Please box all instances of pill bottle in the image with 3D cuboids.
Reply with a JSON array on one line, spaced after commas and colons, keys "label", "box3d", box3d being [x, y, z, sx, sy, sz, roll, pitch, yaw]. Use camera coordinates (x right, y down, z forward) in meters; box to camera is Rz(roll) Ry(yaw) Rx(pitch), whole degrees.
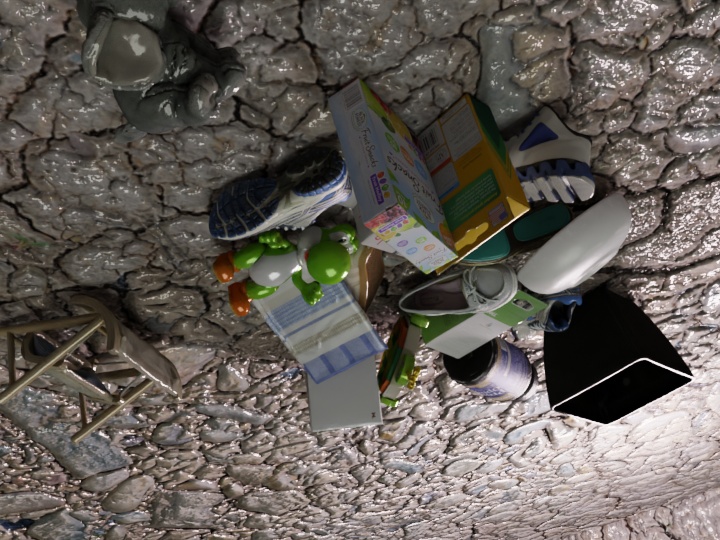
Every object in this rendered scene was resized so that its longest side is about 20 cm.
[{"label": "pill bottle", "box3d": [0.251, 0.182, 1.580, 0.112, 0.112, 0.200, -32, 142, 25]}]

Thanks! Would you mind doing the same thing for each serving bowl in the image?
[{"label": "serving bowl", "box3d": [0.333, -0.027, 1.269, 0.200, 0.066, 0.200, -35, 166, -10]}]

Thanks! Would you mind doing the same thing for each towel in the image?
[{"label": "towel", "box3d": [-0.069, 0.069, 1.280, 0.147, 0.024, 0.200, -29, 106, 23]}]

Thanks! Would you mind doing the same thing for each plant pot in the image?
[{"label": "plant pot", "box3d": [0.452, 0.150, 1.545, 0.200, 0.178, 0.199, 21, 133, -40]}]

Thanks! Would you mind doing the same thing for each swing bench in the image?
[{"label": "swing bench", "box3d": [-0.407, 0.143, 1.278, 0.199, 0.130, 0.199, -23, 145, 5]}]

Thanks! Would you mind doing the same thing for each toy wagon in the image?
[{"label": "toy wagon", "box3d": [0.068, 0.144, 1.385, 0.039, 0.200, 0.156, 20, 98, -4]}]

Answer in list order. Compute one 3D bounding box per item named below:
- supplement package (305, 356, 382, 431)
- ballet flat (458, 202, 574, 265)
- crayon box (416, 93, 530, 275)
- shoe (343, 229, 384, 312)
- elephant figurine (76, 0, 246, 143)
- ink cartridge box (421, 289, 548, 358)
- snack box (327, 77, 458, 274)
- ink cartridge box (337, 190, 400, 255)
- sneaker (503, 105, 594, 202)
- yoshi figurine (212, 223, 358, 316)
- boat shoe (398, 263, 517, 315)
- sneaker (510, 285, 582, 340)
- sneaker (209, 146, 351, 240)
[{"label": "supplement package", "box3d": [-0.034, 0.206, 1.436, 0.116, 0.118, 0.200, -4, 173, -5]}, {"label": "ballet flat", "box3d": [0.227, -0.047, 1.283, 0.199, 0.071, 0.071, -18, 146, 7]}, {"label": "crayon box", "box3d": [0.128, -0.101, 1.040, 0.051, 0.201, 0.126, 20, 134, -40]}, {"label": "shoe", "box3d": [0.000, 0.000, 1.282, 0.053, 0.070, 0.200, 25, 151, 14]}, {"label": "elephant figurine", "box3d": [-0.214, -0.237, 0.812, 0.141, 0.155, 0.200, 16, 155, 42]}, {"label": "ink cartridge box", "box3d": [0.208, 0.072, 1.450, 0.200, 0.059, 0.104, -34, 142, 28]}, {"label": "snack box", "box3d": [0.038, -0.112, 0.993, 0.053, 0.201, 0.142, -30, 143, 22]}, {"label": "ink cartridge box", "box3d": [0.071, -0.079, 1.171, 0.200, 0.068, 0.116, 15, 137, -36]}, {"label": "sneaker", "box3d": [0.218, -0.152, 1.112, 0.199, 0.115, 0.081, 4, 154, 30]}, {"label": "yoshi figurine", "box3d": [-0.096, -0.005, 1.162, 0.199, 0.112, 0.112, -20, 163, 3]}, {"label": "boat shoe", "box3d": [0.152, 0.035, 1.319, 0.202, 0.075, 0.065, -12, 178, 41]}, {"label": "sneaker", "box3d": [0.322, 0.077, 1.475, 0.077, 0.085, 0.200, 0, 145, -20]}, {"label": "sneaker", "box3d": [-0.099, -0.080, 1.093, 0.199, 0.077, 0.085, -21, 150, 12]}]
